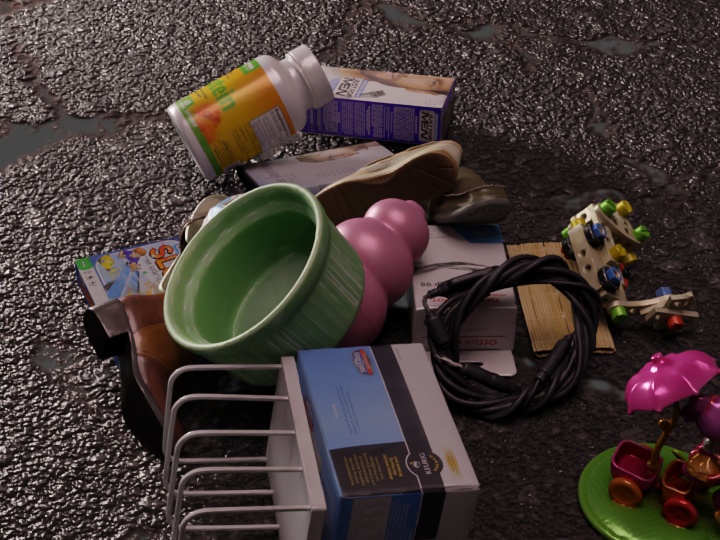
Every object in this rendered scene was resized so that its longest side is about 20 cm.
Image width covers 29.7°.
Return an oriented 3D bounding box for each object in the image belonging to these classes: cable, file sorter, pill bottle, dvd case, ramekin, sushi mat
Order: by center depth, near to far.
[{"bbox_3d":[-0.115,0.195,1.256,0.124,0.139,0.200,2,37,-13],"label":"file sorter"},{"bbox_3d":[-0.092,0.019,1.374,0.200,0.098,0.200,-25,43,25],"label":"ramekin"},{"bbox_3d":[0.171,0.069,1.449,0.200,0.051,0.163,-15,78,-12],"label":"cable"},{"bbox_3d":[0.232,0.030,1.591,0.096,0.012,0.200,-2,38,-4],"label":"sushi mat"},{"bbox_3d":[-0.048,-0.128,1.758,0.200,0.018,0.143,-12,23,-16],"label":"dvd case"},{"bbox_3d":[-0.140,-0.212,1.775,0.200,0.111,0.111,-30,44,-6],"label":"pill bottle"}]

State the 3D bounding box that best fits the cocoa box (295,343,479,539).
[{"bbox_3d":[0.013,0.182,1.285,0.131,0.133,0.200,-3,38,-15],"label":"cocoa box"}]

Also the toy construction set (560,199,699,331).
[{"bbox_3d":[0.301,-0.002,1.574,0.131,0.092,0.200,22,30,-40],"label":"toy construction set"}]

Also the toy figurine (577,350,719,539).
[{"bbox_3d":[0.313,0.164,1.280,0.200,0.184,0.150,20,42,23],"label":"toy figurine"}]

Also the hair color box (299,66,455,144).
[{"bbox_3d":[0.024,-0.228,1.870,0.200,0.065,0.109,8,31,10],"label":"hair color box"}]

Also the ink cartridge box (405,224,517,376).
[{"bbox_3d":[0.113,0.031,1.544,0.116,0.067,0.200,-1,37,-3],"label":"ink cartridge box"}]

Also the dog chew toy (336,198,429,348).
[{"bbox_3d":[0.000,0.000,1.500,0.125,0.125,0.200,30,68,32],"label":"dog chew toy"}]

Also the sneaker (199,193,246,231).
[{"bbox_3d":[-0.123,-0.057,1.537,0.072,0.072,0.200,50,15,-2],"label":"sneaker"}]

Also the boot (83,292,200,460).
[{"bbox_3d":[-0.170,0.094,1.448,0.200,0.068,0.188,-16,61,-36],"label":"boot"}]

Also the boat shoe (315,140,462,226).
[{"bbox_3d":[0.032,-0.101,1.623,0.200,0.072,0.065,-23,20,26],"label":"boat shoe"}]

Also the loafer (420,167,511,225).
[{"bbox_3d":[0.115,-0.089,1.620,0.075,0.070,0.200,0,-1,-23],"label":"loafer"}]

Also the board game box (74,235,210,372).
[{"bbox_3d":[-0.234,0.041,1.554,0.135,0.034,0.200,-15,40,-21],"label":"board game box"}]

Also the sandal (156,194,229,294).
[{"bbox_3d":[-0.177,-0.028,1.569,0.080,0.057,0.201,7,38,8],"label":"sandal"}]
